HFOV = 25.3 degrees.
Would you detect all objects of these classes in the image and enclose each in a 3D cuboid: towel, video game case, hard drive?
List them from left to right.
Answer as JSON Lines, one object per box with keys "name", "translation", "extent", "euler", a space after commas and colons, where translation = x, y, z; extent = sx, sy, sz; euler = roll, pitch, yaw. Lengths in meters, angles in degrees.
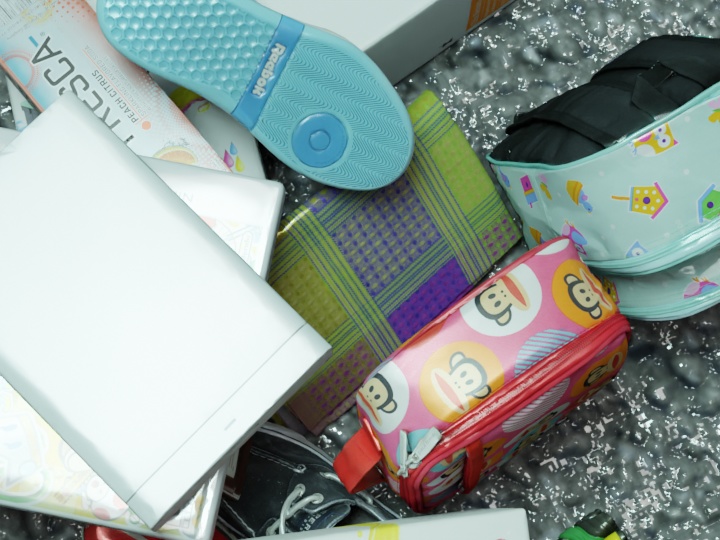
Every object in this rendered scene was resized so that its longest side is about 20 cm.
{"name": "video game case", "translation": [-0.148, 0.032, 0.863], "extent": [0.181, 0.023, 0.201], "euler": [11, 78, 2]}
{"name": "hard drive", "translation": [-0.131, 0.019, 0.842], "extent": [0.200, 0.027, 0.132], "euler": [44, 80, 9]}
{"name": "towel", "translation": [0.000, 0.000, 0.980], "extent": [0.200, 0.144, 0.023], "euler": [-43, 40, -9]}

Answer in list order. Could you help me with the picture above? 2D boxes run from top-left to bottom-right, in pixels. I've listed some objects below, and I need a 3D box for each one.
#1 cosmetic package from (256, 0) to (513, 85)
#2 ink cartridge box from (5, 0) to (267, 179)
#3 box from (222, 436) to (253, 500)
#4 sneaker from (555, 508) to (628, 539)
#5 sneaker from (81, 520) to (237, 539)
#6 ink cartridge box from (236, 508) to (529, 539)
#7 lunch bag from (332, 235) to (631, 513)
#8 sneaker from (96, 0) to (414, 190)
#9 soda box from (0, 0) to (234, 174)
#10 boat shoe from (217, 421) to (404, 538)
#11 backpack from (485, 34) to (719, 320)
{"name": "cosmetic package", "translation": [0.021, -0.175, 1.033], "extent": [0.200, 0.101, 0.071], "euler": [-36, 78, -8]}
{"name": "ink cartridge box", "translation": [-0.138, -0.075, 1.014], "extent": [0.144, 0.084, 0.201], "euler": [-14, 76, -3]}
{"name": "box", "translation": [-0.172, 0.084, 0.939], "extent": [0.199, 0.100, 0.075], "euler": [4, 74, 18]}
{"name": "sneaker", "translation": [0.164, 0.246, 0.943], "extent": [0.085, 0.078, 0.200], "euler": [-33, 69, -1]}
{"name": "sneaker", "translation": [-0.080, 0.197, 0.942], "extent": [0.200, 0.085, 0.077], "euler": [37, 77, 8]}
{"name": "ink cartridge box", "translation": [-0.002, 0.211, 0.867], "extent": [0.199, 0.083, 0.146], "euler": [-6, 82, -13]}
{"name": "lunch bag", "translation": [0.062, 0.071, 0.917], "extent": [0.176, 0.200, 0.082], "euler": [-34, 76, -6]}
{"name": "sneaker", "translation": [-0.059, -0.125, 0.932], "extent": [0.200, 0.131, 0.080], "euler": [34, 100, -16]}
{"name": "soda box", "translation": [-0.151, -0.096, 0.940], "extent": [0.064, 0.068, 0.200], "euler": [-39, 79, -7]}
{"name": "boat shoe", "translation": [-0.026, 0.152, 0.959], "extent": [0.200, 0.068, 0.072], "euler": [34, 90, 7]}
{"name": "backpack", "translation": [0.186, -0.059, 0.952], "extent": [0.175, 0.200, 0.154], "euler": [-28, 93, -9]}
